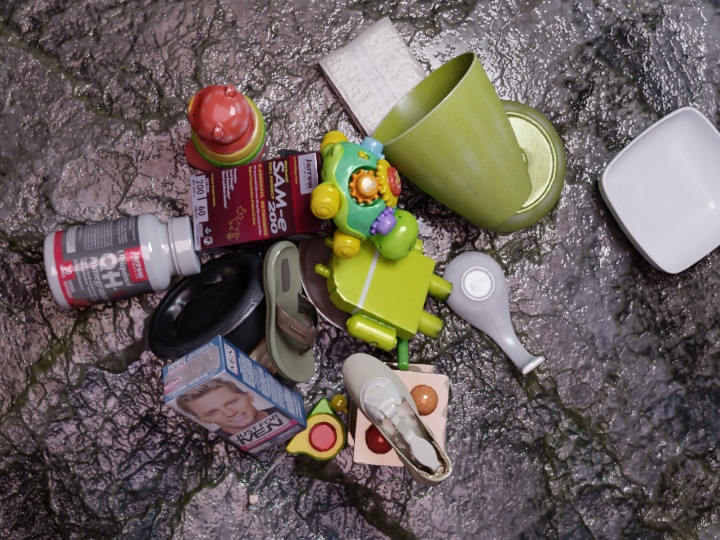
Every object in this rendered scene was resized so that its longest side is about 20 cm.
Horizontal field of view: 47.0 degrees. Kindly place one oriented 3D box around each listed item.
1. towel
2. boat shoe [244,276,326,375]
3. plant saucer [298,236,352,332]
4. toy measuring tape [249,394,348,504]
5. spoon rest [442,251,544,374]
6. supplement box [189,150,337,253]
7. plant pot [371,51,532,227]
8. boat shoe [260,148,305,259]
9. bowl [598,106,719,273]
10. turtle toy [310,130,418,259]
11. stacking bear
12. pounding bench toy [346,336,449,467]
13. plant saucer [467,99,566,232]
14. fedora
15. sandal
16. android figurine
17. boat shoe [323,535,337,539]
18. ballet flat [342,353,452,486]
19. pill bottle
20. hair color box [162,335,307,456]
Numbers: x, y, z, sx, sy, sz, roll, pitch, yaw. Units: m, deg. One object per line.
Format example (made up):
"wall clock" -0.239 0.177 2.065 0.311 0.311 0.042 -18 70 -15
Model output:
"towel" 0.043 -0.263 1.238 0.132 0.034 0.201 -34 92 -6
"boat shoe" -0.109 0.091 1.204 0.200 0.074 0.066 -48 116 -11
"plant saucer" 0.000 0.000 1.200 0.197 0.032 0.204 7 68 -19
"toy measuring tape" -0.078 0.269 1.198 0.073 0.074 0.201 37 86 -3
"spoon rest" 0.198 0.064 1.239 0.099 0.061 0.202 -31 78 -6
"supplement box" -0.135 -0.091 1.146 0.197 0.061 0.111 -9 83 19
"plant pot" 0.145 -0.162 1.156 0.187 0.187 0.200 -44 108 -4
"boat shoe" -0.113 -0.075 1.209 0.062 0.073 0.205 17 97 29
"bowl" 0.467 -0.118 1.251 0.199 0.075 0.201 -37 93 -5
"turtle toy" 0.011 -0.091 1.097 0.100 0.201 0.147 -11 45 19
"stacking bear" -0.186 -0.199 1.133 0.112 0.200 0.123 23 87 -4
"pounding bench toy" 0.053 0.162 1.167 0.122 0.156 0.204 5 88 -4
"plant saucer" 0.220 -0.161 1.252 0.196 0.031 0.204 0 88 -5
"fedora" -0.198 0.069 1.166 0.200 0.201 0.092 -40 125 -4
"sandal" -0.088 0.062 1.115 0.057 0.080 0.204 6 114 30
"android figurine" 0.032 0.017 1.163 0.198 0.041 0.184 23 62 -12
"boat shoe" -0.094 0.473 1.195 0.199 0.071 0.092 -34 90 -12
"ballet flat" 0.049 0.190 1.055 0.069 0.069 0.201 -39 92 -5
"pill bottle" -0.330 -0.017 1.161 0.197 0.111 0.113 -12 90 -5
"hair color box" -0.167 0.175 1.124 0.099 0.200 0.061 -29 48 14
